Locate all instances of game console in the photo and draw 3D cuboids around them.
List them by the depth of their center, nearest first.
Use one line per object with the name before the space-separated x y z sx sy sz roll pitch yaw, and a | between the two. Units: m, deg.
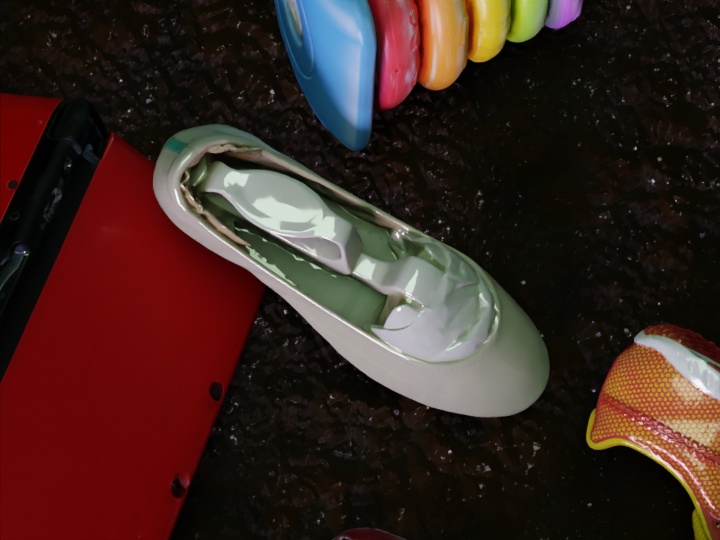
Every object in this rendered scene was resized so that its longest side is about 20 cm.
game console | -0.160 0.035 0.911 0.172 0.119 0.201 7 58 22

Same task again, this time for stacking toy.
stacking toy | 0.063 -0.142 0.953 0.199 0.110 0.116 -16 62 -11

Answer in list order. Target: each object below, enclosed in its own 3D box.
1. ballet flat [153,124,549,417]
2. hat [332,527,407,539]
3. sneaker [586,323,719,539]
ballet flat | 0.000 0.000 0.903 0.199 0.069 0.070 30 80 -5
hat | 0.133 0.157 0.901 0.166 0.176 0.200 -42 115 -5
sneaker | 0.188 0.102 0.894 0.200 0.073 0.077 34 103 17
